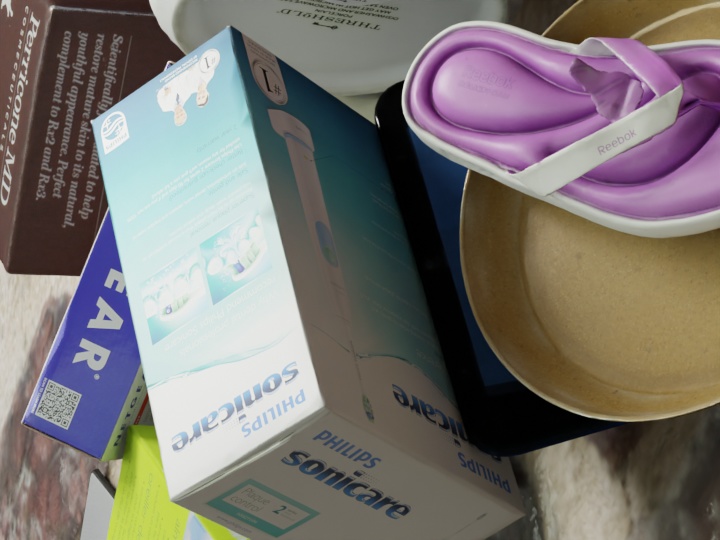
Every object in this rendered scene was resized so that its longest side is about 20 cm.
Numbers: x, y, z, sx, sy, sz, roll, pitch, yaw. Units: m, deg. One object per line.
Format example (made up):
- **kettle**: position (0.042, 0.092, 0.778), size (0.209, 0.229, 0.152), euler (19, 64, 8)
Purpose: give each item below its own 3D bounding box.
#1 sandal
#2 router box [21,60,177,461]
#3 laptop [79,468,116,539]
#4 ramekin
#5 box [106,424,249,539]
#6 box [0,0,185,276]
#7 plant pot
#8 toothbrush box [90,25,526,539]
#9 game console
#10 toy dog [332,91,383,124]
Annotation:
- **sandal**: position (0.089, -0.061, 1.091), size (0.202, 0.050, 0.083), euler (8, 76, 40)
- **router box**: position (-0.091, -0.003, 1.455), size (0.201, 0.049, 0.179), euler (-67, -13, 4)
- **laptop**: position (-0.205, 0.256, 1.779), size (0.187, 0.115, 0.201), euler (40, 123, 58)
- **ramekin**: position (-0.012, -0.161, 1.283), size (0.200, 0.199, 0.106), euler (139, 134, -56)
- **box**: position (-0.073, 0.170, 1.331), size (0.200, 0.047, 0.123), euler (-135, 53, -57)
- **box**: position (-0.149, -0.109, 1.638), size (0.200, 0.163, 0.167), euler (47, 129, 56)
- **plant pot**: position (0.128, -0.032, 1.099), size (0.199, 0.027, 0.201), euler (-17, 60, 32)
- **toothbrush box**: position (-0.023, 0.019, 1.176), size (0.085, 0.146, 0.201), euler (-33, 53, 22)
- **game console**: position (0.107, -0.047, 1.152), size (0.171, 0.118, 0.201), euler (122, 141, -46)
- **toy dog**: position (0.000, 0.000, 1.368), size (0.194, 0.139, 0.201), euler (-6, 72, 63)
